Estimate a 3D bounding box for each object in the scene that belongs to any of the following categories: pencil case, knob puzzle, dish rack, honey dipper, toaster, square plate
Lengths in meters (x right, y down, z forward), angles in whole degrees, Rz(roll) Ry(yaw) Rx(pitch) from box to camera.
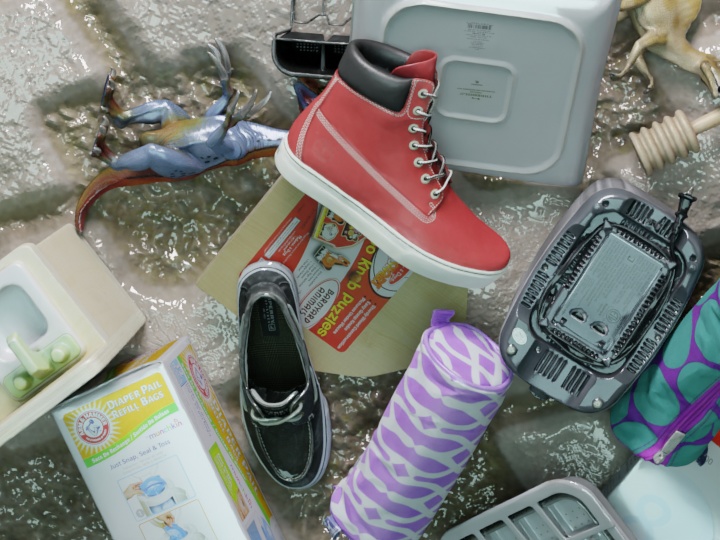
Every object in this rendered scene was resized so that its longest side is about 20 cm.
[{"bbox_3d":[0.046,0.133,1.698,0.084,0.086,0.200,5,128,-37],"label":"pencil case"},{"bbox_3d":[0.000,0.000,1.724,0.219,0.030,0.220,1,113,3],"label":"knob puzzle"},{"bbox_3d":[0.175,0.258,1.723,0.171,0.044,0.200,-32,97,39],"label":"dish rack"},{"bbox_3d":[0.012,-0.249,1.665,0.153,0.055,0.201,4,107,3],"label":"dish rack"},{"bbox_3d":[0.306,-0.135,1.679,0.200,0.038,0.038,-27,97,6],"label":"honey dipper"},{"bbox_3d":[0.189,0.007,1.663,0.113,0.129,0.200,30,101,-2],"label":"toaster"},{"bbox_3d":[0.266,0.074,1.618,0.085,0.093,0.200,21,142,-9],"label":"pencil case"},{"bbox_3d":[0.086,-0.145,1.642,0.199,0.028,0.198,7,134,-1],"label":"square plate"}]

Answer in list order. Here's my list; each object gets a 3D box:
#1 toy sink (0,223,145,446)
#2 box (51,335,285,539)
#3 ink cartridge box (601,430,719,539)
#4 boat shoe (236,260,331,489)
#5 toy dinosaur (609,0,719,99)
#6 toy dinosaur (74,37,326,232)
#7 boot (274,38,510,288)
[{"bbox_3d":[-0.265,0.051,1.670,0.130,0.200,0.112,-37,95,10],"label":"toy sink"},{"bbox_3d":[-0.151,0.168,1.724,0.101,0.113,0.200,-24,97,9],"label":"box"},{"bbox_3d":[0.301,0.178,1.724,0.160,0.047,0.200,38,103,-2],"label":"ink cartridge box"},{"bbox_3d":[-0.070,0.094,1.713,0.072,0.071,0.201,-9,112,8],"label":"boat shoe"},{"bbox_3d":[0.214,-0.213,1.672,0.101,0.058,0.200,-28,97,-7],"label":"toy dinosaur"},{"bbox_3d":[-0.119,-0.111,1.714,0.181,0.105,0.200,13,138,-10],"label":"toy dinosaur"},{"bbox_3d":[0.052,-0.084,1.620,0.200,0.072,0.144,33,122,-7],"label":"boot"}]
